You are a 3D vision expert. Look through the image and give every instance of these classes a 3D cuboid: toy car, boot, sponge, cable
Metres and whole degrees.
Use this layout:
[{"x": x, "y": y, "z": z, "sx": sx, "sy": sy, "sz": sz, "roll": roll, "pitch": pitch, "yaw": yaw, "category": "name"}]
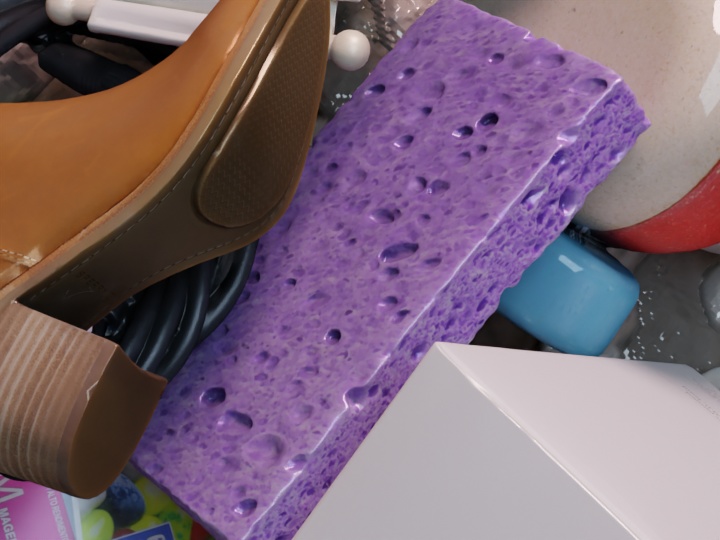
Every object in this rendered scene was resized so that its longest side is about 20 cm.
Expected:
[{"x": 0.138, "y": -0.054, "z": 0.923, "sx": 0.199, "sy": 0.177, "sz": 0.185, "roll": 26, "pitch": 102, "yaw": -36, "category": "toy car"}, {"x": -0.109, "y": -0.038, "z": 0.782, "sx": 0.154, "sy": 0.074, "sz": 0.201, "roll": 22, "pitch": 68, "yaw": 23, "category": "boot"}, {"x": 0.000, "y": 0.000, "z": 0.824, "sx": 0.200, "sy": 0.111, "sz": 0.030, "roll": -50, "pitch": 127, "yaw": -8, "category": "sponge"}, {"x": -0.112, "y": -0.017, "z": 0.848, "sx": 0.162, "sy": 0.051, "sz": 0.201, "roll": -12, "pitch": 57, "yaw": -6, "category": "cable"}]

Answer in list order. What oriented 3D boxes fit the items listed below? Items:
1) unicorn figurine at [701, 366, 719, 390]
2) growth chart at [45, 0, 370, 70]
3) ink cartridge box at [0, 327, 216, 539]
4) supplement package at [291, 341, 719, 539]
[{"x": 0.187, "y": 0.074, "z": 0.960, "sx": 0.136, "sy": 0.074, "sz": 0.202, "roll": -6, "pitch": 93, "yaw": -29, "category": "unicorn figurine"}, {"x": -0.023, "y": -0.162, "z": 0.847, "sx": 0.144, "sy": 0.018, "sz": 0.201, "roll": 20, "pitch": 81, "yaw": 26, "category": "growth chart"}, {"x": -0.055, "y": 0.060, "z": 0.893, "sx": 0.199, "sy": 0.042, "sz": 0.120, "roll": -15, "pitch": 82, "yaw": -23, "category": "ink cartridge box"}, {"x": 0.076, "y": 0.108, "z": 0.810, "sx": 0.120, "sy": 0.200, "sz": 0.122, "roll": 44, "pitch": 107, "yaw": 25, "category": "supplement package"}]
